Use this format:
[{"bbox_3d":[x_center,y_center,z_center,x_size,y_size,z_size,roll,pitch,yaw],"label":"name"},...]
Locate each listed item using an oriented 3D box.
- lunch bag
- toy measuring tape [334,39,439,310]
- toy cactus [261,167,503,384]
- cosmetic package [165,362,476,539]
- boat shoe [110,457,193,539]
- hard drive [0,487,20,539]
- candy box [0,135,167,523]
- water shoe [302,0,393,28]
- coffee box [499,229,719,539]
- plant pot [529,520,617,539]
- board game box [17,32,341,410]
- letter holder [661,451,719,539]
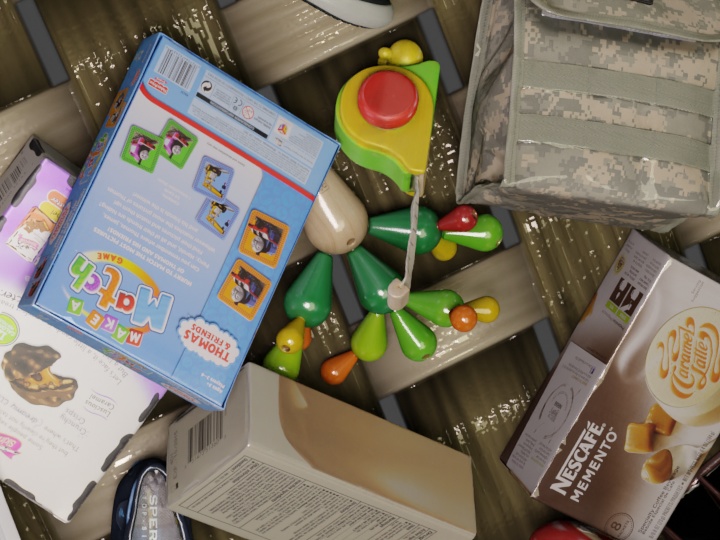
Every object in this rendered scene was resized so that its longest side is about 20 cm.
[{"bbox_3d":[0.164,-0.138,1.643,0.163,0.118,0.201,8,81,-17],"label":"lunch bag"},{"bbox_3d":[0.011,-0.070,1.616,0.073,0.074,0.201,19,62,-20],"label":"toy measuring tape"},{"bbox_3d":[0.000,0.000,1.664,0.199,0.102,0.165,-32,103,4],"label":"toy cactus"},{"bbox_3d":[-0.027,0.147,1.667,0.199,0.071,0.105,26,135,-31],"label":"cosmetic package"},{"bbox_3d":[-0.148,0.230,1.654,0.084,0.069,0.201,-10,79,-9],"label":"boat shoe"},{"bbox_3d":[-0.269,0.227,1.623,0.027,0.131,0.201,-35,111,-52],"label":"hard drive"},{"bbox_3d":[-0.210,0.041,1.617,0.167,0.072,0.200,36,93,-23],"label":"candy box"},{"bbox_3d":[-0.050,-0.230,1.581,0.199,0.071,0.079,28,95,-22],"label":"water shoe"},{"bbox_3d":[0.204,0.088,1.747,0.114,0.080,0.201,28,97,-22],"label":"coffee box"},{"bbox_3d":[0.176,0.295,1.744,0.200,0.200,0.183,28,90,-22],"label":"plant pot"},{"bbox_3d":[-0.117,-0.031,1.573,0.151,0.037,0.201,31,73,-24],"label":"board game box"},{"bbox_3d":[0.330,0.245,1.798,0.100,0.142,0.200,-39,113,-2],"label":"letter holder"}]
